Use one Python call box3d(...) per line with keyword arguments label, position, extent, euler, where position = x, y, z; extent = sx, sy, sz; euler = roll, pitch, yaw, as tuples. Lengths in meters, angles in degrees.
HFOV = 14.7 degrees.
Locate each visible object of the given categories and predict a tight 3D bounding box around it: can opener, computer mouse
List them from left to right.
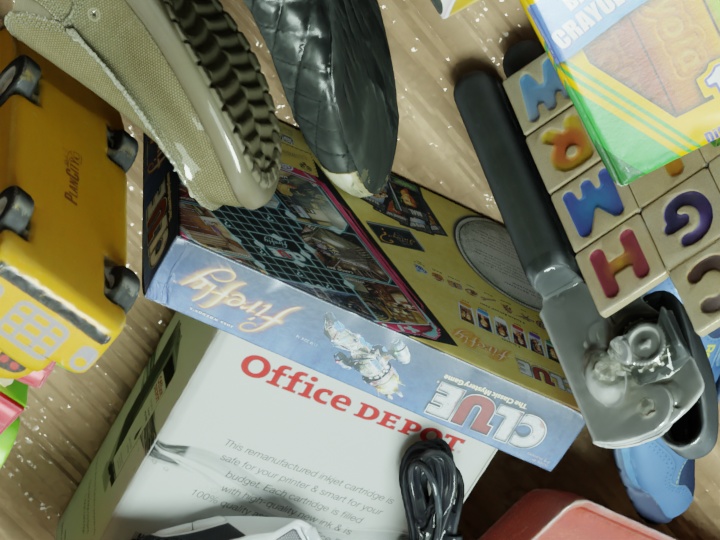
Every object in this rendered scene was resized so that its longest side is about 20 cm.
box3d(label="computer mouse", position=(-0.047, 0.141, 1.249), extent=(0.199, 0.044, 0.110), euler=(-7, 102, 5))
box3d(label="can opener", position=(0.099, -0.005, 1.193), extent=(0.053, 0.201, 0.067), euler=(-31, 145, 15))

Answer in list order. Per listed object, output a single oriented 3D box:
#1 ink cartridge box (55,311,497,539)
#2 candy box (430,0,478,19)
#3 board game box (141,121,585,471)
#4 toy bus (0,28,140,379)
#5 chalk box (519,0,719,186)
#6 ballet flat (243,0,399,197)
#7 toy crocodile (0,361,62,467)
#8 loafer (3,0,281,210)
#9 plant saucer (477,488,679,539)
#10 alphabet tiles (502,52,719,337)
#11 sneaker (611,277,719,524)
box3d(label="ink cartridge box", position=(-0.039, 0.095, 1.300), extent=(0.146, 0.083, 0.200), euler=(22, 119, -18))
box3d(label="candy box", position=(0.042, -0.219, 1.118), extent=(0.136, 0.061, 0.200), euler=(-28, 121, 12))
box3d(label="board game box", position=(0.000, 0.000, 1.212), extent=(0.199, 0.136, 0.035), euler=(24, 118, -18))
box3d(label="toy bus", position=(-0.140, -0.025, 1.146), extent=(0.065, 0.200, 0.078), euler=(37, 113, -24))
box3d(label="chalk box", position=(0.101, -0.161, 1.050), extent=(0.124, 0.124, 0.200), euler=(-26, 121, 9))
box3d(label="ballet flat", position=(-0.033, -0.118, 1.185), extent=(0.057, 0.067, 0.201), euler=(-8, 121, 28))
box3d(label="toy crocodile", position=(-0.171, 0.049, 1.273), extent=(0.067, 0.062, 0.200), euler=(29, 117, -21))
box3d(label="loafer", position=(-0.103, -0.105, 1.147), extent=(0.067, 0.076, 0.201), euler=(-32, 88, 19))
box3d(label="plant saucer", position=(0.077, 0.186, 1.347), extent=(0.200, 0.037, 0.200), euler=(-45, 144, 14))
box3d(label="alphabet tiles", position=(0.145, -0.076, 1.142), extent=(0.166, 0.201, 0.006), euler=(-34, 141, 17))
box3d(label="sneaker", position=(0.146, 0.033, 1.282), extent=(0.082, 0.074, 0.201), euler=(-9, 124, -1))
